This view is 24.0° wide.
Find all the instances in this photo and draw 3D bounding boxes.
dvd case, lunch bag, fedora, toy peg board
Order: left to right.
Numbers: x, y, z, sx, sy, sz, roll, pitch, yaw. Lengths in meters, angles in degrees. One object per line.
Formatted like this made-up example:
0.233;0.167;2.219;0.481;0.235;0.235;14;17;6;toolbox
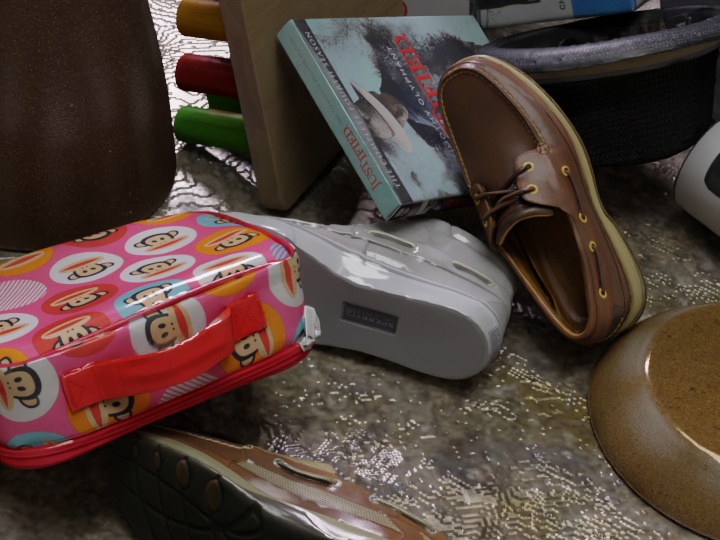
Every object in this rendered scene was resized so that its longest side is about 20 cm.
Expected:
-0.128;0.034;0.931;0.199;0.082;0.176;-22;20;-27;lunch bag
-0.062;-0.182;1.155;0.097;0.200;0.200;10;40;26;toy peg board
0.048;-0.106;1.125;0.200;0.022;0.146;-11;66;-48;dvd case
0.175;-0.121;1.150;0.199;0.092;0.201;-9;13;2;fedora

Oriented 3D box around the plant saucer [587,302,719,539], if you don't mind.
0.240;0.082;1.030;0.199;0.036;0.201;5;42;-5;plant saucer

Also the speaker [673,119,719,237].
0.307;-0.019;1.120;0.081;0.081;0.200;-25;53;-32;speaker

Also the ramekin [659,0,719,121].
0.298;-0.184;1.217;0.094;0.203;0.203;-24;51;-16;ramekin

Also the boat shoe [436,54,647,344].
0.107;-0.044;1.053;0.201;0.072;0.067;60;32;4;boat shoe

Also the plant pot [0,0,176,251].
-0.205;-0.149;1.076;0.186;0.201;0.187;6;42;-5;plant pot

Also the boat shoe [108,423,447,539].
-0.040;0.136;0.900;0.199;0.076;0.074;25;28;20;boat shoe

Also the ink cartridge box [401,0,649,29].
0.104;-0.255;1.226;0.199;0.146;0.084;-2;20;27;ink cartridge box

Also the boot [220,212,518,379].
0.000;0.000;1.061;0.199;0.074;0.096;22;33;6;boot
